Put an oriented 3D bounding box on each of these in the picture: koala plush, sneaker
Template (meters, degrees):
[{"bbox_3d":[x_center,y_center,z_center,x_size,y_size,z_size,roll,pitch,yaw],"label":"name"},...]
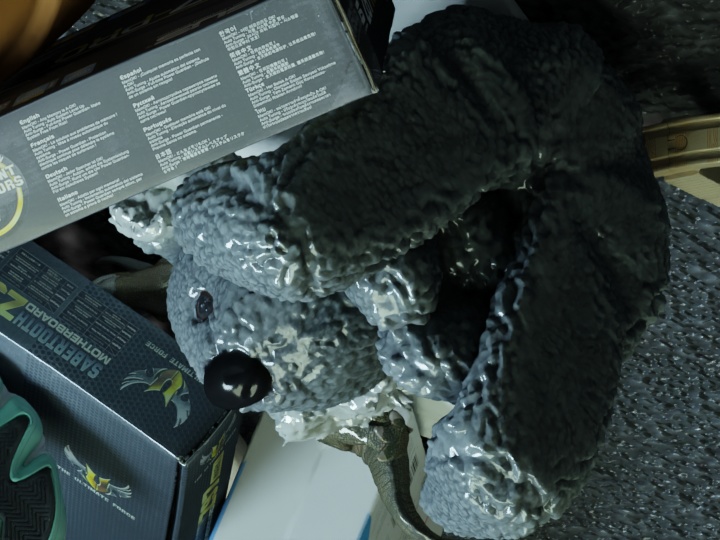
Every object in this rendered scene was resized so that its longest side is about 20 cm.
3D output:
[{"bbox_3d":[0.000,0.000,1.117,0.177,0.184,0.200,47,144,-16],"label":"koala plush"},{"bbox_3d":[-0.206,0.072,1.281,0.200,0.078,0.140,47,156,11],"label":"sneaker"}]

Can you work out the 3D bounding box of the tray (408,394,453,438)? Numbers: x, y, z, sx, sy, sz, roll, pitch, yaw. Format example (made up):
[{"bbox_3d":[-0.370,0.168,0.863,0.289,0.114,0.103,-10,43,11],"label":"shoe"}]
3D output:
[{"bbox_3d":[0.034,0.033,1.295,0.107,0.022,0.200,19,156,10],"label":"tray"}]

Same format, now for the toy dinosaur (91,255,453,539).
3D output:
[{"bbox_3d":[-0.018,0.039,1.263,0.200,0.077,0.102,37,173,-7],"label":"toy dinosaur"}]

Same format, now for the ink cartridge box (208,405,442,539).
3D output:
[{"bbox_3d":[-0.016,0.134,1.393,0.067,0.116,0.200,19,163,12],"label":"ink cartridge box"}]

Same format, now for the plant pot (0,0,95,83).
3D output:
[{"bbox_3d":[-0.193,-0.117,0.948,0.200,0.140,0.200,17,134,18],"label":"plant pot"}]

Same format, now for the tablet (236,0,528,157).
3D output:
[{"bbox_3d":[-0.010,-0.066,1.180,0.200,0.014,0.130,-7,146,28],"label":"tablet"}]

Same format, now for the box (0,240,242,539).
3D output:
[{"bbox_3d":[-0.148,0.048,1.301,0.200,0.051,0.158,34,151,10],"label":"box"}]

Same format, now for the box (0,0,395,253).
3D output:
[{"bbox_3d":[-0.088,-0.056,1.020,0.200,0.161,0.049,-23,104,9],"label":"box"}]

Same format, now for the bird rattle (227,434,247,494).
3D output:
[{"bbox_3d":[-0.111,0.126,1.462,0.200,0.113,0.163,7,134,-2],"label":"bird rattle"}]

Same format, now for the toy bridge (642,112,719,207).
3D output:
[{"bbox_3d":[0.139,-0.041,1.146,0.200,0.027,0.067,-11,161,34],"label":"toy bridge"}]
